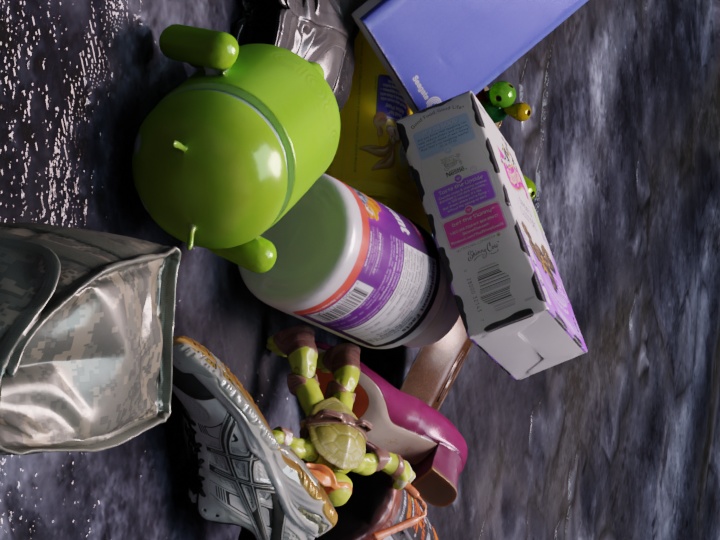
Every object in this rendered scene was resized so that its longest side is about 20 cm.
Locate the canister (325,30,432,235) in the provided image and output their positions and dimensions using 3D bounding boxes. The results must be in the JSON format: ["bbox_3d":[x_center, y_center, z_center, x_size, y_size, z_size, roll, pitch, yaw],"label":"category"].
[{"bbox_3d":[0.014,-0.132,1.688,0.149,0.086,0.200,27,64,-66],"label":"canister"}]

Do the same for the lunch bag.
[{"bbox_3d":[-0.206,0.034,0.975,0.200,0.164,0.118,-23,118,-69],"label":"lunch bag"}]

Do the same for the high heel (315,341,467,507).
[{"bbox_3d":[0.017,0.116,1.688,0.200,0.067,0.096,49,23,-21],"label":"high heel"}]

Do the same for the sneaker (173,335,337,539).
[{"bbox_3d":[-0.099,0.139,1.412,0.200,0.088,0.076,55,0,-25],"label":"sneaker"}]

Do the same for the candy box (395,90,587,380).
[{"bbox_3d":[0.111,-0.026,1.621,0.168,0.071,0.200,39,31,-68],"label":"candy box"}]

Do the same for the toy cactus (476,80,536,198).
[{"bbox_3d":[0.123,-0.130,1.996,0.200,0.102,0.165,79,-2,-46],"label":"toy cactus"}]

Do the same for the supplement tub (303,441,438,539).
[{"bbox_3d":[0.006,0.229,1.664,0.200,0.107,0.107,61,36,-55],"label":"supplement tub"}]

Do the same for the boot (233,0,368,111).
[{"bbox_3d":[-0.042,-0.232,1.559,0.132,0.070,0.200,43,47,-57],"label":"boot"}]

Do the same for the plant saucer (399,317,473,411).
[{"bbox_3d":[0.071,0.091,1.805,0.200,0.034,0.200,-62,173,-14],"label":"plant saucer"}]

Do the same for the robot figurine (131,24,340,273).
[{"bbox_3d":[-0.086,-0.089,1.368,0.200,0.115,0.176,-51,137,-59],"label":"robot figurine"}]

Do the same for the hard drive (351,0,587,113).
[{"bbox_3d":[0.102,-0.225,1.610,0.200,0.025,0.132,-40,129,-6],"label":"hard drive"}]

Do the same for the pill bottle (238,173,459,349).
[{"bbox_3d":[0.000,0.000,1.561,0.200,0.111,0.112,26,66,-54],"label":"pill bottle"}]

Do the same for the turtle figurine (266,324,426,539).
[{"bbox_3d":[-0.034,0.122,1.532,0.064,0.200,0.161,-51,-142,43],"label":"turtle figurine"}]
